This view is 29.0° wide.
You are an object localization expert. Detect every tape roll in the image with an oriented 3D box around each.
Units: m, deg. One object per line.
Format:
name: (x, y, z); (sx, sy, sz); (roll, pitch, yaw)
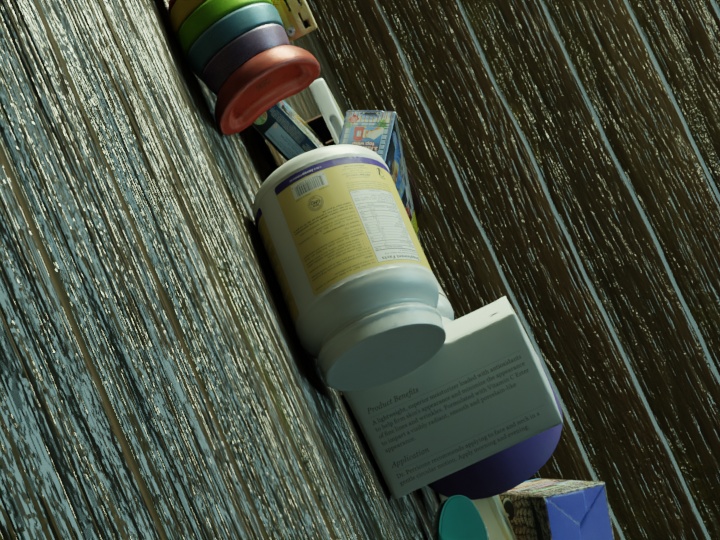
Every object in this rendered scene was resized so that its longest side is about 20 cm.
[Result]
tape roll: (0.143, 0.177, 1.715); (0.201, 0.198, 0.085); (-108, 171, -53)

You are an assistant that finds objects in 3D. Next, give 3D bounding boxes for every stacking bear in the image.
stacking bear: (-0.145, -0.260, 1.408); (0.201, 0.121, 0.114); (57, -2, 10)

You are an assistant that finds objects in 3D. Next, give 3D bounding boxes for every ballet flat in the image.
ballet flat: (0.118, 0.345, 1.534); (0.064, 0.075, 0.201); (103, -20, -44)

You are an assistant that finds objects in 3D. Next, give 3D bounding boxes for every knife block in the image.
knife block: (-0.103, -0.280, 1.548); (0.175, 0.199, 0.064); (-42, 109, -53)

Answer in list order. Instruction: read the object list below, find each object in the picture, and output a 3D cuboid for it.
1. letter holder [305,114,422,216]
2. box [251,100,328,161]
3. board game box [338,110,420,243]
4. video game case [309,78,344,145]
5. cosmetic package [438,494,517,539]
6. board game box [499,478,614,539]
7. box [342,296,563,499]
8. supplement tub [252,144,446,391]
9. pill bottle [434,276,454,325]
letter holder: (-0.005, -0.136, 1.957); (0.200, 0.141, 0.101); (55, 11, -60)
box: (-0.075, -0.154, 1.655); (0.137, 0.038, 0.200); (45, 5, -8)
board game box: (0.005, -0.035, 1.529); (0.201, 0.061, 0.201); (-70, 156, -43)
video game case: (-0.010, -0.139, 1.745); (0.200, 0.023, 0.183); (29, 37, -85)
cosmetic package: (0.168, 0.357, 1.832); (0.105, 0.071, 0.201); (57, 10, -59)
board game box: (0.257, 0.373, 1.891); (0.200, 0.096, 0.161); (160, -79, -69)
box: (0.101, 0.132, 1.509); (0.200, 0.197, 0.132); (-38, 104, -84)
supplement tub: (-0.010, -0.002, 1.334); (0.146, 0.144, 0.201); (53, 13, -64)
pill bottle: (0.062, 0.048, 1.887); (0.110, 0.109, 0.201); (59, 3, -48)
